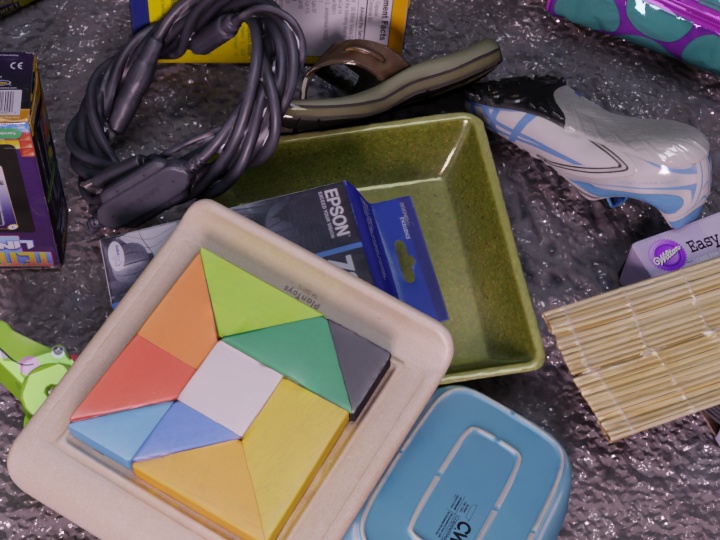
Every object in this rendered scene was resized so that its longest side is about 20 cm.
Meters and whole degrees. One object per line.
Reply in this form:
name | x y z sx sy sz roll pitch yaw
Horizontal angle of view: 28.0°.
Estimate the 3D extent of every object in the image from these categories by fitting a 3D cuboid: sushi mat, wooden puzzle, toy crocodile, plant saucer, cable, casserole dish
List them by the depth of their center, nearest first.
wooden puzzle | -0.071 0.073 0.805 0.185 0.037 0.200 28 70 14
casserole dish | 0.056 0.138 0.835 0.121 0.039 0.200 30 45 8
toy crocodile | -0.148 0.099 0.858 0.200 0.068 0.062 39 63 16
sushi mat | 0.221 0.037 0.900 0.200 0.012 0.096 -17 63 -12
plant saucer | 0.000 0.000 0.939 0.199 0.048 0.200 -8 60 -6
cable | -0.113 -0.115 0.951 0.200 0.051 0.163 -30 45 27

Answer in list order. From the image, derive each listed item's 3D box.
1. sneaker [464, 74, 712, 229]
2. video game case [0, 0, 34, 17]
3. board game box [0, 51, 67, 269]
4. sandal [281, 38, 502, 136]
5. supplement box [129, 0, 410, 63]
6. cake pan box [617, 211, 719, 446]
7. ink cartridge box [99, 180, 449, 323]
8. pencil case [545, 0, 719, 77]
sneaker | 0.148 -0.084 0.985 0.072 0.073 0.200 -25 39 -38
video game case | -0.317 -0.264 1.092 0.181 0.026 0.200 -33 66 -22
board game box | -0.290 -0.063 0.888 0.200 0.165 0.057 0 61 -5
sandal | 0.005 -0.134 1.004 0.201 0.080 0.057 -21 91 -26
supplement box | -0.065 -0.223 1.038 0.200 0.109 0.110 0 59 -5
cake pan box | 0.292 0.036 0.942 0.200 0.052 0.184 -18 59 -14
ink cartridge box | -0.053 0.005 0.881 0.200 0.039 0.100 -14 59 -6
pencil case | 0.237 -0.194 1.056 0.200 0.092 0.085 23 104 11
